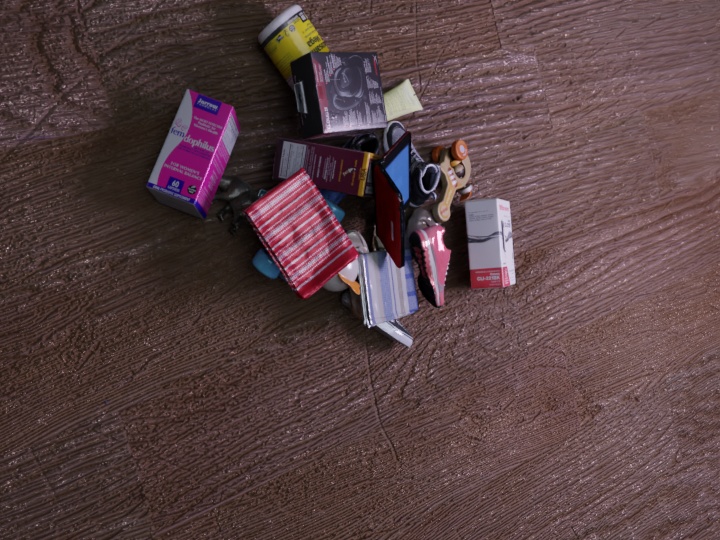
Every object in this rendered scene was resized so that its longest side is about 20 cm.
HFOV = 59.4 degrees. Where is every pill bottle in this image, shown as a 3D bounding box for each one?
[{"bbox_3d":[-0.114,-0.434,1.319,0.112,0.112,0.202,-43,107,-20],"label":"pill bottle"}]

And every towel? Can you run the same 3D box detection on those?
[{"bbox_3d":[0.059,0.032,1.342,0.198,0.023,0.152,-9,93,-54],"label":"towel"},{"bbox_3d":[-0.108,-0.067,1.170,0.143,0.022,0.203,-34,92,-9],"label":"towel"}]

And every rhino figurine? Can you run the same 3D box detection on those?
[{"bbox_3d":[0.123,-0.052,1.456,0.086,0.059,0.204,29,83,-27],"label":"rhino figurine"}]

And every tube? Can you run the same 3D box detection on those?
[{"bbox_3d":[0.055,-0.369,1.440,0.197,0.052,0.059,-32,135,-27],"label":"tube"}]

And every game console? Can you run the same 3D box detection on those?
[{"bbox_3d":[0.089,-0.142,1.282,0.116,0.174,0.203,-21,141,-12],"label":"game console"}]

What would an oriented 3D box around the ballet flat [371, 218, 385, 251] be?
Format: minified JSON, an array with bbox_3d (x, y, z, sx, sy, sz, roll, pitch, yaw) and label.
[{"bbox_3d":[0.061,-0.123,1.416,0.064,0.073,0.207,10,82,-66],"label":"ballet flat"}]

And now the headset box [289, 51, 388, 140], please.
[{"bbox_3d":[-0.047,-0.345,1.245,0.197,0.076,0.154,-17,100,-40],"label":"headset box"}]

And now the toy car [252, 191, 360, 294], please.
[{"bbox_3d":[-0.074,-0.026,1.239,0.186,0.199,0.176,-54,156,6],"label":"toy car"}]

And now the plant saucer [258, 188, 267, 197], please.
[{"bbox_3d":[-0.141,-0.097,1.349,0.196,0.019,0.072,27,77,-24],"label":"plant saucer"}]

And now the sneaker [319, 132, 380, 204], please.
[{"bbox_3d":[-0.028,-0.215,1.356,0.077,0.111,0.202,42,72,-19],"label":"sneaker"}]

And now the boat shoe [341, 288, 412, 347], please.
[{"bbox_3d":[0.050,0.094,1.408,0.199,0.072,0.072,39,77,-18],"label":"boat shoe"}]

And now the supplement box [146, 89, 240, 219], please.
[{"bbox_3d":[-0.314,-0.220,1.205,0.098,0.104,0.205,18,78,1],"label":"supplement box"}]

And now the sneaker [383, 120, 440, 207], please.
[{"bbox_3d":[0.123,-0.248,1.430,0.074,0.113,0.205,-24,99,-24],"label":"sneaker"}]

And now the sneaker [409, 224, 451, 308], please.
[{"bbox_3d":[0.174,-0.008,1.419,0.085,0.074,0.205,-25,120,-18],"label":"sneaker"}]

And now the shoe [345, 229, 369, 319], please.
[{"bbox_3d":[0.000,0.000,1.364,0.068,0.054,0.206,-4,69,-16],"label":"shoe"}]

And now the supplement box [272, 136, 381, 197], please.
[{"bbox_3d":[-0.067,-0.208,1.278,0.194,0.110,0.088,12,98,14],"label":"supplement box"}]

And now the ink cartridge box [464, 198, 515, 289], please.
[{"bbox_3d":[0.309,-0.064,1.500,0.143,0.081,0.207,-7,91,-65],"label":"ink cartridge box"}]

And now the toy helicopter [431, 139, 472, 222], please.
[{"bbox_3d":[0.216,-0.195,1.485,0.132,0.078,0.204,39,60,-33],"label":"toy helicopter"}]

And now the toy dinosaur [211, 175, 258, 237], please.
[{"bbox_3d":[-0.243,-0.138,1.277,0.102,0.078,0.200,-40,74,-22],"label":"toy dinosaur"}]
